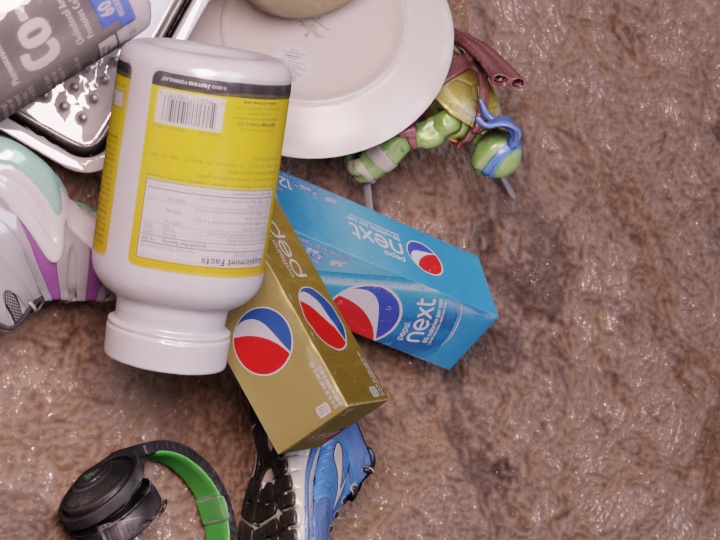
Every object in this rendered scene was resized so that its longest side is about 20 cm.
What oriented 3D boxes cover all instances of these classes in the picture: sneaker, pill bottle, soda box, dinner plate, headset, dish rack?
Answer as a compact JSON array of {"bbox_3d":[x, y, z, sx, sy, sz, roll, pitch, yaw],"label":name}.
[{"bbox_3d":[-0.028,0.152,1.631,0.089,0.078,0.202,15,72,-32],"label":"sneaker"},{"bbox_3d":[-0.111,-0.041,1.484,0.111,0.112,0.202,2,102,-37],"label":"pill bottle"},{"bbox_3d":[-0.065,0.019,1.565,0.201,0.064,0.068,60,22,13],"label":"soda box"},{"bbox_3d":[-0.033,-0.170,1.656,0.198,0.024,0.202,-1,63,2],"label":"dinner plate"},{"bbox_3d":[-0.241,-0.150,1.463,0.199,0.114,0.114,-34,103,-11],"label":"pill bottle"},{"bbox_3d":[0.000,0.000,1.685,0.199,0.064,0.068,22,34,-32],"label":"soda box"},{"bbox_3d":[-0.146,0.182,1.534,0.199,0.094,0.124,-21,93,-49],"label":"headset"},{"bbox_3d":[-0.217,0.012,1.536,0.200,0.078,0.141,37,78,-37],"label":"sneaker"},{"bbox_3d":[-0.197,-0.182,1.552,0.171,0.044,0.201,30,81,-10],"label":"dish rack"}]

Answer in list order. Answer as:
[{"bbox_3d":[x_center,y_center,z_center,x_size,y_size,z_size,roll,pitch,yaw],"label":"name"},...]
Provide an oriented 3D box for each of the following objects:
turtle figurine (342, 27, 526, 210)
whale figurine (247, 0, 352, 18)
[{"bbox_3d":[0.028,-0.123,1.741,0.143,0.200,0.195,-32,81,-14],"label":"turtle figurine"},{"bbox_3d":[-0.022,-0.270,1.594,0.158,0.200,0.104,5,39,-49],"label":"whale figurine"}]
